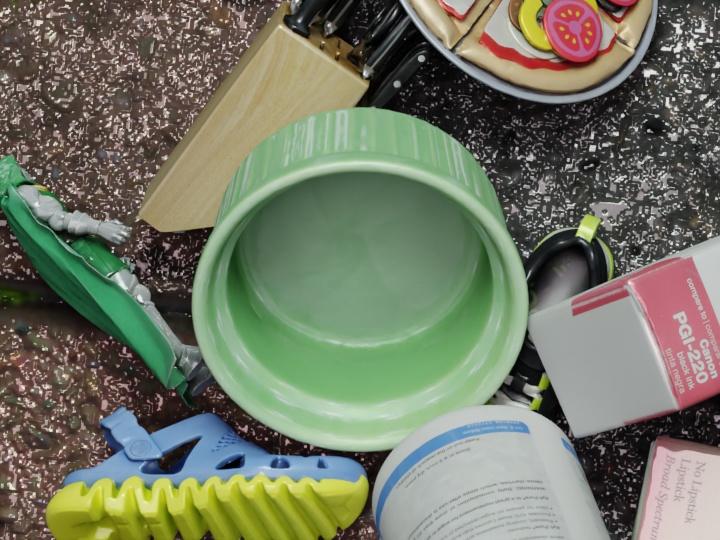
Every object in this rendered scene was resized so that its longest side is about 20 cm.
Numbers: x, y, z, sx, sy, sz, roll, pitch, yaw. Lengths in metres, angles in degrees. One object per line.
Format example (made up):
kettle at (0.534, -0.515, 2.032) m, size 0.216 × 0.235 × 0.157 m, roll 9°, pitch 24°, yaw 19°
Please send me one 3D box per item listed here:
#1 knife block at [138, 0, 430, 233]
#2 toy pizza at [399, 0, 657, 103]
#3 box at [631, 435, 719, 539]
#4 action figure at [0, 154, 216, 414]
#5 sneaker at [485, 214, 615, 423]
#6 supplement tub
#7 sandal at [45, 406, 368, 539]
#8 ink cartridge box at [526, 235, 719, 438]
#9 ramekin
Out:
knife block at (-0.049, -0.124, 1.740) m, size 0.199 × 0.064 × 0.177 m, roll -8°, pitch 107°, yaw 5°
toy pizza at (0.102, -0.197, 1.726) m, size 0.199 × 0.032 × 0.201 m, roll 12°, pitch 62°, yaw -24°
box at (0.260, 0.181, 1.690) m, size 0.199 × 0.109 × 0.129 m, roll 11°, pitch 85°, yaw 7°
action figure at (-0.165, -0.001, 1.760) m, size 0.055 × 0.118 × 0.200 m, roll -42°, pitch 73°, yaw -14°
sneaker at (0.096, 0.057, 1.730) m, size 0.071 × 0.083 × 0.201 m, roll 22°, pitch 87°, yaw 7°
supplement tub at (0.088, 0.186, 1.633) m, size 0.131 × 0.132 × 0.200 m, roll -21°, pitch 40°, yaw 3°
sandal at (-0.093, 0.123, 1.739) m, size 0.199 × 0.080 × 0.087 m, roll 1°, pitch 54°, yaw 6°
ink cartridge box at (0.220, 0.020, 1.656) m, size 0.199 × 0.146 × 0.085 m, roll -23°, pitch 89°, yaw -23°
ramekin at (0.000, 0.000, 1.699) m, size 0.199 × 0.098 × 0.201 m, roll 0°, pitch 120°, yaw 0°
